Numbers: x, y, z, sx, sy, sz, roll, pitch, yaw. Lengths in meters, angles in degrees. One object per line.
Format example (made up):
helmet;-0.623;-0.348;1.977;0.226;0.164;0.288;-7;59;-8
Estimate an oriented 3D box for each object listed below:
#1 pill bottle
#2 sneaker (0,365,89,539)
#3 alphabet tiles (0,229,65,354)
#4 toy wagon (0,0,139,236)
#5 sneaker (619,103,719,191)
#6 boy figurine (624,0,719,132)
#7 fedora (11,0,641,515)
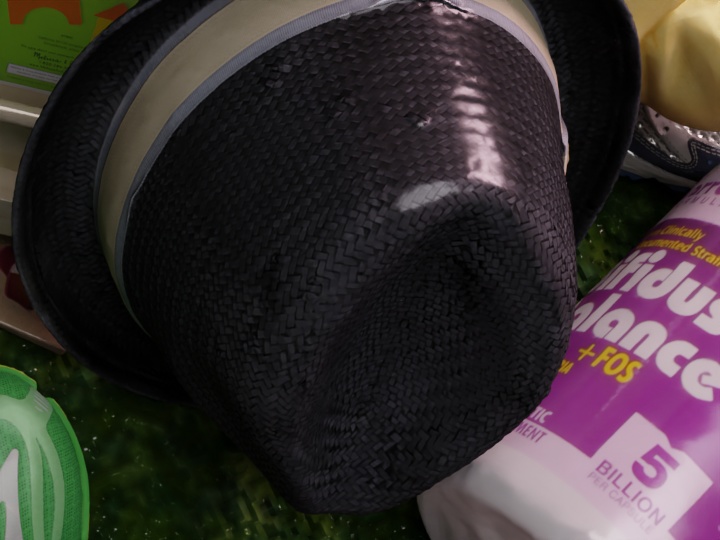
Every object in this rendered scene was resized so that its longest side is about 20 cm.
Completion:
pill bottle;0.120;0.033;0.805;0.112;0.112;0.200;47;71;-3
sneaker;-0.133;0.113;0.717;0.074;0.084;0.200;32;67;-1
alphabet tiles;-0.160;-0.060;0.796;0.199;0.008;0.168;25;69;-12
toy wagon;-0.093;-0.088;0.720;0.154;0.200;0.040;13;44;-14
sneaker;0.075;-0.107;0.847;0.200;0.085;0.077;47;67;-3
boy figurine;0.056;-0.104;0.769;0.199;0.064;0.125;27;108;-24
fedora;0.000;0.000;0.725;0.200;0.201;0.092;-2;49;-19
